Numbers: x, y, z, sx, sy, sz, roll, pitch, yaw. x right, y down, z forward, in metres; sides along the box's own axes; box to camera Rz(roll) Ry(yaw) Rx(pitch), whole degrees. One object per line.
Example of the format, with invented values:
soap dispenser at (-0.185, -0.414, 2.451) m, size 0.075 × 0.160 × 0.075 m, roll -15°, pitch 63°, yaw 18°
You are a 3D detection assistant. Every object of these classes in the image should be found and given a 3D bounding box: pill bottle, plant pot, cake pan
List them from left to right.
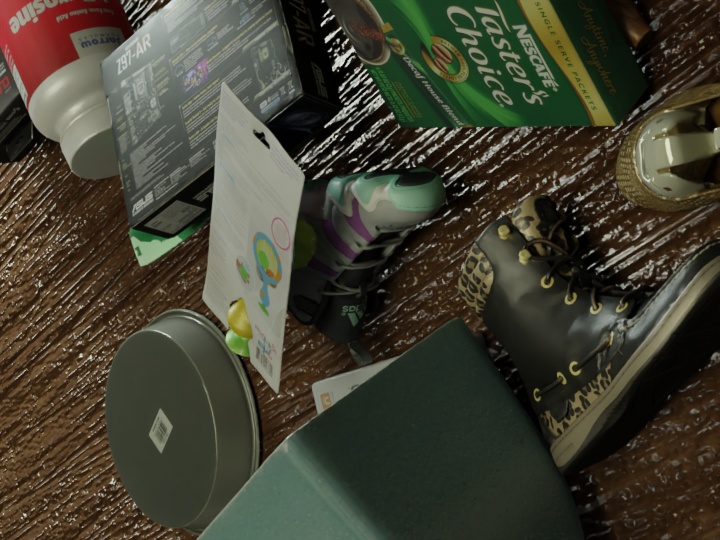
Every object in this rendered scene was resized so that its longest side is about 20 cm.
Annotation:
pill bottle at (-0.247, -0.185, 1.339) m, size 0.112 × 0.112 × 0.201 m, roll -46°, pitch 62°, yaw 42°
cake pan at (-0.161, 0.135, 1.348) m, size 0.200 × 0.037 × 0.202 m, roll 10°, pitch 103°, yaw 48°
plant pot at (0.030, 0.190, 0.991) m, size 0.200 × 0.195 × 0.197 m, roll 48°, pitch 131°, yaw 10°

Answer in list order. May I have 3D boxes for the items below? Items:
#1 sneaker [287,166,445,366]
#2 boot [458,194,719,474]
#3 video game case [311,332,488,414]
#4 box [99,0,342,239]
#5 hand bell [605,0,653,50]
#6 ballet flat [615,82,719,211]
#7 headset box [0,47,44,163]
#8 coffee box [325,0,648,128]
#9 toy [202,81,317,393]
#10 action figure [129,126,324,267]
sneaker at (0.000, 0.000, 1.119) m, size 0.200 × 0.077 × 0.141 m, roll -1°, pitch 97°, yaw 59°
boot at (0.142, 0.015, 0.954) m, size 0.151 × 0.073 × 0.200 m, roll 57°, pitch 142°, yaw 26°
video game case at (0.045, 0.161, 1.124) m, size 0.181 × 0.023 × 0.201 m, roll -21°, pitch 80°, yaw 49°
box at (-0.113, -0.141, 1.185) m, size 0.200 × 0.043 × 0.161 m, roll -34°, pitch 57°, yaw 32°
hand bell at (0.105, -0.204, 0.970) m, size 0.200 × 0.104 × 0.104 m, roll 45°, pitch 128°, yaw 19°
ballet flat at (0.206, -0.076, 0.869) m, size 0.199 × 0.065 × 0.071 m, roll -18°, pitch 82°, yaw 49°
headset box at (-0.346, -0.205, 1.478) m, size 0.148 × 0.075 × 0.201 m, roll -34°, pitch 71°, yaw 46°
coffee box at (0.074, -0.148, 0.979) m, size 0.199 × 0.044 × 0.123 m, roll 7°, pitch 138°, yaw 49°
toy at (-0.064, -0.024, 1.100) m, size 0.115 × 0.047 × 0.201 m, roll 48°, pitch 140°, yaw 37°
action figure at (-0.103, -0.083, 1.224) m, size 0.199 × 0.054 × 0.119 m, roll -23°, pitch 60°, yaw 42°
